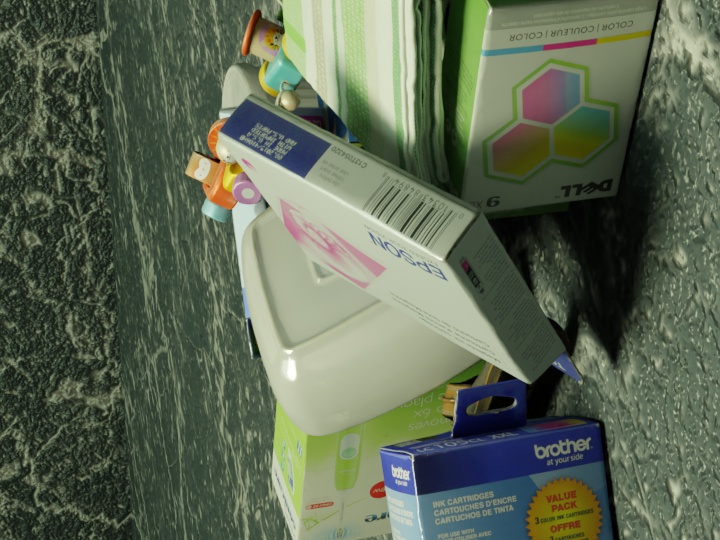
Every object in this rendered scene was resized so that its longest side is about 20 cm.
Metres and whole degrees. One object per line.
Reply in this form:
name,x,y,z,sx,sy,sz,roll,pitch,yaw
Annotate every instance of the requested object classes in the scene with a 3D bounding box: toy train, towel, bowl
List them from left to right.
toy train,-0.082,-0.125,1.222,0.150,0.055,0.201,-112,45,-71
towel,-0.001,-0.153,1.000,0.200,0.030,0.150,-127,27,-47
bowl,0.000,0.000,1.204,0.075,0.199,0.201,42,-155,-50

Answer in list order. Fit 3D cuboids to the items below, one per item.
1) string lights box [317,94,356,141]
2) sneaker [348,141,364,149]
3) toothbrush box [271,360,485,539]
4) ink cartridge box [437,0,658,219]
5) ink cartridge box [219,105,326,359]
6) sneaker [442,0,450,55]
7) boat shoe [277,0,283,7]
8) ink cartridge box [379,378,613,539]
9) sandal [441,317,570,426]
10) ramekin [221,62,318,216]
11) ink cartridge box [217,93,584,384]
string lights box,0.005,-0.102,1.406,0.103,0.058,0.202,-140,44,-70
sneaker,0.008,-0.045,1.135,0.199,0.066,0.079,14,117,52
toothbrush box,0.011,0.120,1.336,0.201,0.144,0.086,98,157,-43
ink cartridge box,0.101,-0.090,0.973,0.060,0.103,0.201,-114,22,-45
ink cartridge box,-0.059,-0.034,1.365,0.119,0.042,0.202,-8,-87,-62
sneaker,0.048,-0.156,1.129,0.201,0.072,0.071,-63,35,36
boat shoe,-0.008,-0.164,1.292,0.201,0.070,0.071,57,166,2
ink cartridge box,0.092,0.173,1.083,0.076,0.135,0.202,171,91,-73
sandal,0.086,0.089,1.155,0.055,0.081,0.201,56,151,28
ramekin,-0.069,-0.105,1.612,0.202,0.093,0.204,171,90,-75
ink cartridge box,0.026,-0.005,1.010,0.196,0.043,0.200,29,163,39
